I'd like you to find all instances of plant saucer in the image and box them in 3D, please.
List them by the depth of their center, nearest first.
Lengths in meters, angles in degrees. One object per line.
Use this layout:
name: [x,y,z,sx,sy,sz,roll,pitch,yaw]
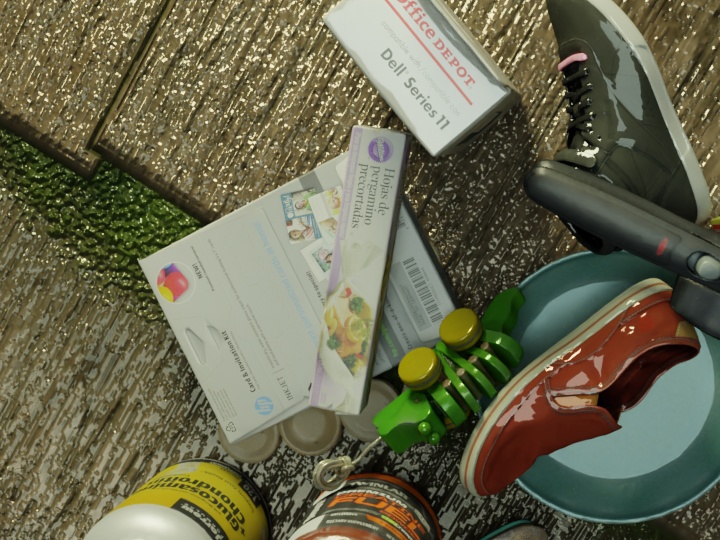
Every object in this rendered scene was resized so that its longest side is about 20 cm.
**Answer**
plant saucer: [0.184,0.082,0.898,0.199,0.036,0.201,1,96,10]

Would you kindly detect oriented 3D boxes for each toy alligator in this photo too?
toy alligator: [0.053,0.092,0.850,0.200,0.054,0.059,-44,128,-7]

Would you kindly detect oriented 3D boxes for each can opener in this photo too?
can opener: [0.195,-0.017,0.788,0.199,0.063,0.079,29,101,2]

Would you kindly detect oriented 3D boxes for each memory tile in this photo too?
memory tile: [-0.024,0.063,0.942,0.199,0.017,0.154,-11,94,10]

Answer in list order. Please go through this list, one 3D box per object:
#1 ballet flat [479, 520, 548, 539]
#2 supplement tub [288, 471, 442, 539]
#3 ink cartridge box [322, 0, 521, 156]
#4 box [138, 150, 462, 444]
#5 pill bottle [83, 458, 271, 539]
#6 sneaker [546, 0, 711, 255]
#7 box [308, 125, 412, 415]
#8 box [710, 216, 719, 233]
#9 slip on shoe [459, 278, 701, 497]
ballet flat: [0.069,0.267,0.917,0.200,0.068,0.067,-41,44,18]
supplement tub: [0.001,0.204,0.858,0.106,0.200,0.108,1,96,9]
ink cartridge box: [0.044,-0.140,0.816,0.067,0.200,0.117,-40,88,11]
box: [-0.042,0.016,0.912,0.199,0.041,0.157,-27,91,10]
pill bottle: [-0.139,0.212,0.884,0.111,0.200,0.113,1,96,9]
sneaker: [0.158,-0.102,0.852,0.099,0.071,0.201,-29,94,-15]
box: [0.000,0.000,0.862,0.038,0.041,0.201,10,97,7]
box: [0.303,0.053,0.850,0.050,0.075,0.201,-16,94,-6]
slip on shoe: [0.149,0.091,0.845,0.200,0.074,0.061,-41,54,8]
